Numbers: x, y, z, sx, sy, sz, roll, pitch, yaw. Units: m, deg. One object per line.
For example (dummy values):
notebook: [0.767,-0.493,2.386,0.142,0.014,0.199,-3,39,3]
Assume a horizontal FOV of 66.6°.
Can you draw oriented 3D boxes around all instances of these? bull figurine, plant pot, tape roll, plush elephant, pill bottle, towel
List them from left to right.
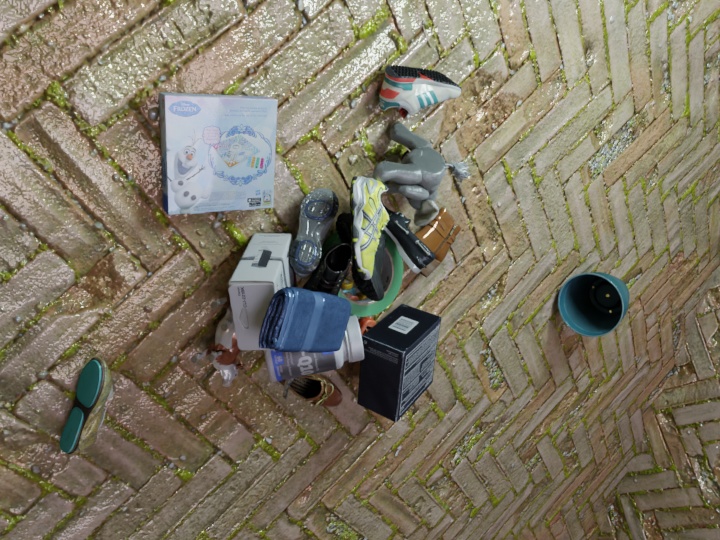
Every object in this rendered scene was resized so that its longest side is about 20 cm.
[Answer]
bull figurine: [-0.270,0.140,1.104,0.121,0.065,0.202,0,108,-71]
towel: [-0.095,0.090,0.978,0.199,0.048,0.113,16,93,-56]
pill bottle: [-0.098,0.159,1.148,0.198,0.114,0.115,-11,121,-6]
tape roll: [0.000,0.000,1.204,0.199,0.048,0.202,-1,92,-30]
plush elephant: [0.119,-0.194,1.182,0.198,0.166,0.155,15,148,-5]
plant pot: [0.767,0.093,1.760,0.187,0.199,0.202,-13,121,-48]

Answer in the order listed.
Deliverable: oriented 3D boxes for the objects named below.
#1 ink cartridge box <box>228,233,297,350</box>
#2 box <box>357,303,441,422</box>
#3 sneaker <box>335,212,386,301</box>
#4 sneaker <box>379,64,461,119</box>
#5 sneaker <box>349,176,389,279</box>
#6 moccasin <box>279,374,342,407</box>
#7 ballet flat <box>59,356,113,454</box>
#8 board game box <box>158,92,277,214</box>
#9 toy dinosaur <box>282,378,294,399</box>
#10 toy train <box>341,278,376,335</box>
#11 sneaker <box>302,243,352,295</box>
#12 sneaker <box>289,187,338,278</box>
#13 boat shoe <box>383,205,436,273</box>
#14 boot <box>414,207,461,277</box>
ink cartridge box: [-0.177,0.036,1.034,0.083,0.200,0.145,0,118,4]
box: [0.094,0.220,1.337,0.200,0.122,0.200,-30,131,-51]
sneaker: [0.021,-0.034,1.147,0.090,0.076,0.202,-24,104,-30]
sneaker: [0.121,-0.367,1.148,0.198,0.070,0.094,-6,134,-35]
sneaker: [0.019,-0.083,1.061,0.076,0.075,0.202,-1,90,-5]
moccasin: [-0.110,0.278,1.289,0.074,0.078,0.201,-49,131,-5]
ballet flat: [-0.496,0.247,1.015,0.070,0.071,0.201,15,102,-39]
board game box: [-0.248,-0.206,0.970,0.199,0.043,0.201,-8,117,-32]
toy dinosaur: [-0.131,0.180,1.221,0.200,0.088,0.048,-47,170,-21]
toy train: [-0.012,0.106,1.288,0.199,0.056,0.151,28,95,-41]
sneaker: [-0.076,0.035,1.064,0.074,0.106,0.201,23,85,-4]
sneaker: [-0.100,-0.076,1.106,0.074,0.087,0.201,21,67,-4]
boat shoe: [0.087,-0.089,1.180,0.060,0.201,0.076,-38,172,13]
boot: [0.155,-0.087,1.302,0.155,0.074,0.200,-53,142,-1]
